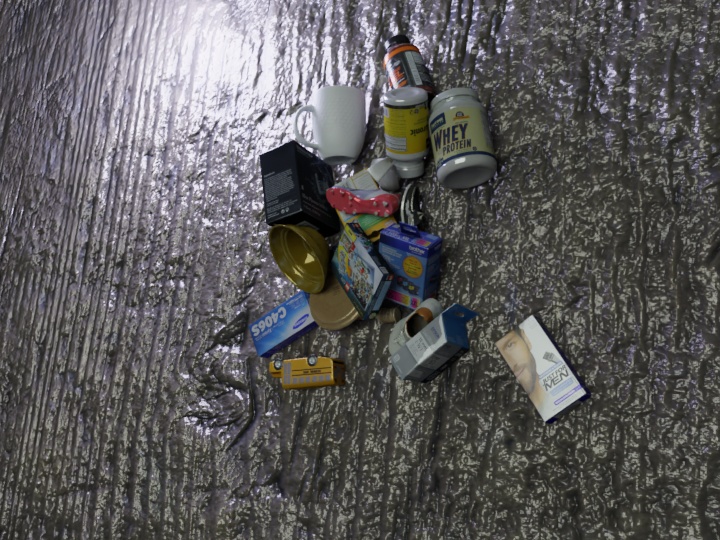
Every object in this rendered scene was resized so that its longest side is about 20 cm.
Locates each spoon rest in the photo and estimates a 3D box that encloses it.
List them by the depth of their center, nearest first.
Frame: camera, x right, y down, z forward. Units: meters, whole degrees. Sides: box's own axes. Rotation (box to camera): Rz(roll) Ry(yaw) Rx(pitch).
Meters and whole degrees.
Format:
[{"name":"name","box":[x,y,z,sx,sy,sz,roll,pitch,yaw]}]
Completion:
[{"name":"spoon rest","box":[0.059,-0.241,1.723,0.061,0.200,0.100,-43,88,7]}]

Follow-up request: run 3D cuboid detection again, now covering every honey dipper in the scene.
[{"name":"honey dipper","box":[0.009,0.115,1.758,0.197,0.038,0.039,-4,76,33]}]

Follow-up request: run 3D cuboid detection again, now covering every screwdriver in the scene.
[{"name":"screwdriver","box":[-0.053,-0.077,1.777,0.029,0.201,0.028,31,53,3]}]

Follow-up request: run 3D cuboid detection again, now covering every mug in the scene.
[{"name":"mug","box":[-0.081,-0.378,1.843,0.147,0.196,0.179,154,116,-71]}]

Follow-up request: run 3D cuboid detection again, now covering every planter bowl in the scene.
[{"name":"planter bowl","box":[-0.138,-0.048,1.780,0.199,0.203,0.083,27,49,32]}]

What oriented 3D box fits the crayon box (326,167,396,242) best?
[{"name":"crayon box","box":[0.009,-0.149,1.792,0.124,0.052,0.202,-28,64,2]}]

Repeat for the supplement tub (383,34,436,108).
[{"name":"supplement tub","box":[0.120,-0.507,1.802,0.106,0.107,0.203,-26,66,22]}]

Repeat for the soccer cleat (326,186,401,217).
[{"name":"soccer cleat","box":[0.008,-0.178,1.750,0.197,0.076,0.068,12,122,28]}]

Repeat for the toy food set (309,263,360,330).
[{"name":"toy food set","box":[-0.048,0.057,1.779,0.199,0.048,0.200,-36,51,17]}]

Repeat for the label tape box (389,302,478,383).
[{"name":"label tape box","box":[0.181,0.169,1.578,0.199,0.143,0.067,-40,62,16]}]

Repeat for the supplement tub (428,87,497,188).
[{"name":"supplement tub","box":[0.240,-0.313,1.660,0.143,0.144,0.204,-17,70,26]}]

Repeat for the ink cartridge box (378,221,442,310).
[{"name":"ink cartridge box","box":[0.113,-0.023,1.644,0.135,0.076,0.203,19,120,28]}]

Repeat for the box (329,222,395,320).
[{"name":"box","box":[0.000,0.000,1.673,0.201,0.037,0.138,56,135,40]}]

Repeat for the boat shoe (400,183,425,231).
[{"name":"boat shoe","box":[0.133,-0.111,1.717,0.059,0.074,0.204,4,83,31]}]

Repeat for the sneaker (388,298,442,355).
[{"name":"sneaker","box":[0.109,0.146,1.624,0.073,0.084,0.201,41,129,10]}]

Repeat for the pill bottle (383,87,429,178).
[{"name":"pill bottle","box":[0.114,-0.337,1.714,0.110,0.111,0.203,16,126,32]}]

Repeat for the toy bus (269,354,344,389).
[{"name":"toy bus","box":[-0.139,0.261,1.790,0.197,0.065,0.080,-10,75,27]}]

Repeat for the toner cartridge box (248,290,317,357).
[{"name":"toner cartridge box","box":[-0.203,0.145,1.868,0.199,0.043,0.096,-33,65,19]}]

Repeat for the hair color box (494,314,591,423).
[{"name":"hair color box","box":[0.389,0.210,1.494,0.109,0.065,0.202,-39,60,17]}]

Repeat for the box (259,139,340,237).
[{"name":"box","box":[-0.158,-0.202,1.836,0.116,0.196,0.203,-18,69,24]}]
